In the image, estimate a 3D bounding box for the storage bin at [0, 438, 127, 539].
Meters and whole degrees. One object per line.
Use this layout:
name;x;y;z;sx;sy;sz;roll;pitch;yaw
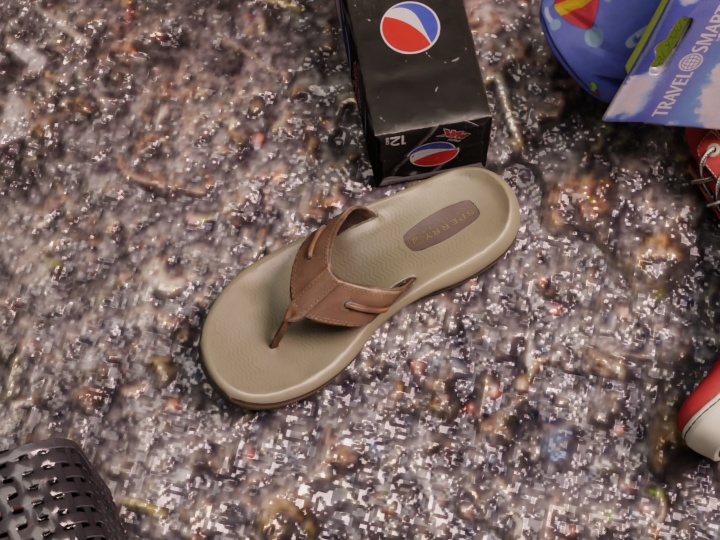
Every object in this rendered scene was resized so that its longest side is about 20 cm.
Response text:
storage bin;-0.201;0.168;0.638;0.199;0.135;0.094;-22;69;-9

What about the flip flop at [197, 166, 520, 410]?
flip flop;0.000;0.000;0.749;0.199;0.058;0.081;-29;70;-11

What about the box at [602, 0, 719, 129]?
box;0.230;-0.123;0.710;0.198;0.122;0.048;2;53;-16

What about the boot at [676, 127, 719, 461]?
boot;0.202;-0.004;0.745;0.144;0.073;0.200;43;66;17

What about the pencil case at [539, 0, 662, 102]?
pencil case;0.194;-0.163;0.755;0.199;0.087;0.078;-30;37;27

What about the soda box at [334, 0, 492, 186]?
soda box;0.022;-0.154;0.810;0.070;0.063;0.201;-10;67;-3
